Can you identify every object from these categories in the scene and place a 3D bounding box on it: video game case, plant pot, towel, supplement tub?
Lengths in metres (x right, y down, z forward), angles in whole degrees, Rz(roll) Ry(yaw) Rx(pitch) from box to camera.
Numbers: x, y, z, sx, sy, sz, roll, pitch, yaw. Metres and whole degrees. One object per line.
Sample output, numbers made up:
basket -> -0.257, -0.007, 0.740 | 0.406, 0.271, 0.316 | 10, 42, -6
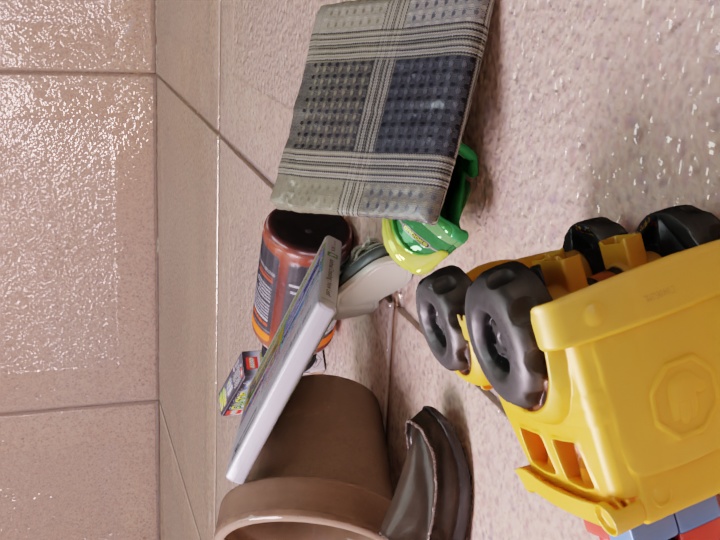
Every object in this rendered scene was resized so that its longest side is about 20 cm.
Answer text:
video game case -> -0.072, 0.082, 0.963 | 0.202, 0.022, 0.183 | -62, 9, 18
plant pot -> -0.041, 0.211, 1.008 | 0.201, 0.197, 0.177 | 114, 166, -53
towel -> 0.015, -0.135, 0.810 | 0.198, 0.034, 0.196 | 10, 84, 45
supplement tub -> -0.074, 0.027, 1.161 | 0.108, 0.105, 0.202 | -114, 28, -47

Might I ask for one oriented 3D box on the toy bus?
toy bus -> 0.131, 0.074, 0.543 | 0.200, 0.134, 0.195 | -178, 70, -74

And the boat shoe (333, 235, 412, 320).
boat shoe -> 0.000, 0.000, 0.987 | 0.200, 0.071, 0.063 | 128, 133, -70

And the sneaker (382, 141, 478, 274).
sneaker -> 0.062, -0.095, 0.816 | 0.083, 0.074, 0.203 | -22, 60, 36

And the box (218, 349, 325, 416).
box -> -0.124, 0.152, 1.323 | 0.200, 0.108, 0.035 | 127, 137, -62

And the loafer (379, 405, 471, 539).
loafer -> 0.053, 0.222, 0.854 | 0.073, 0.070, 0.204 | -176, 84, -71
